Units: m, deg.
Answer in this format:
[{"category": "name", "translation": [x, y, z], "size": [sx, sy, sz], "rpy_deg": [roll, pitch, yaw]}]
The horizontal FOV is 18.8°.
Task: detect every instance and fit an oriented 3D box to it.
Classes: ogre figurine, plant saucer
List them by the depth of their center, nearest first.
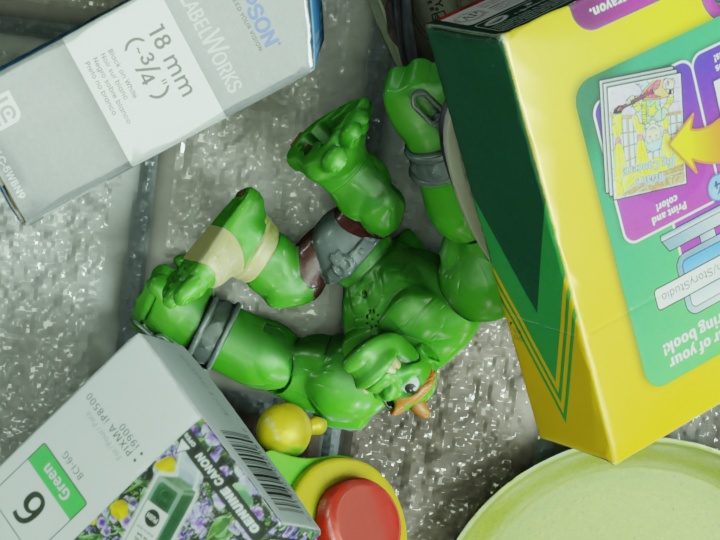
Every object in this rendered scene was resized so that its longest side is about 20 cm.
[{"category": "ogre figurine", "translation": [0.000, 0.000, 0.952], "size": [0.120, 0.098, 0.200], "rpy_deg": [40, 106, -16]}, {"category": "plant saucer", "translation": [0.129, 0.172, 1.018], "size": [0.198, 0.031, 0.202], "rpy_deg": [0, 100, 1]}]

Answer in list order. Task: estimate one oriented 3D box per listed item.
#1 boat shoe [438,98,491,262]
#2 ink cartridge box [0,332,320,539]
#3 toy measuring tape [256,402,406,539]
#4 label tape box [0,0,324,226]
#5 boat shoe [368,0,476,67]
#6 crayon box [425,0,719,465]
[{"category": "boat shoe", "translation": [0.089, -0.022, 0.909], "size": [0.073, 0.063, 0.200], "rpy_deg": [-44, 127, 6]}, {"category": "ink cartridge box", "translation": [-0.126, 0.135, 0.940], "size": [0.200, 0.050, 0.109], "rpy_deg": [-43, 69, 9]}, {"category": "toy measuring tape", "translation": [-0.004, 0.154, 0.966], "size": [0.073, 0.074, 0.202], "rpy_deg": [-16, 84, 3]}, {"category": "label tape box", "translation": [-0.060, -0.100, 0.912], "size": [0.199, 0.144, 0.064], "rpy_deg": [-28, 99, 5]}, {"category": "boat shoe", "translation": [0.057, -0.067, 0.957], "size": [0.071, 0.065, 0.201], "rpy_deg": [-23, 100, 3]}, {"category": "crayon box", "translation": [0.139, -0.048, 0.848], "size": [0.199, 0.058, 0.174], "rpy_deg": [-26, 112, -25]}]
